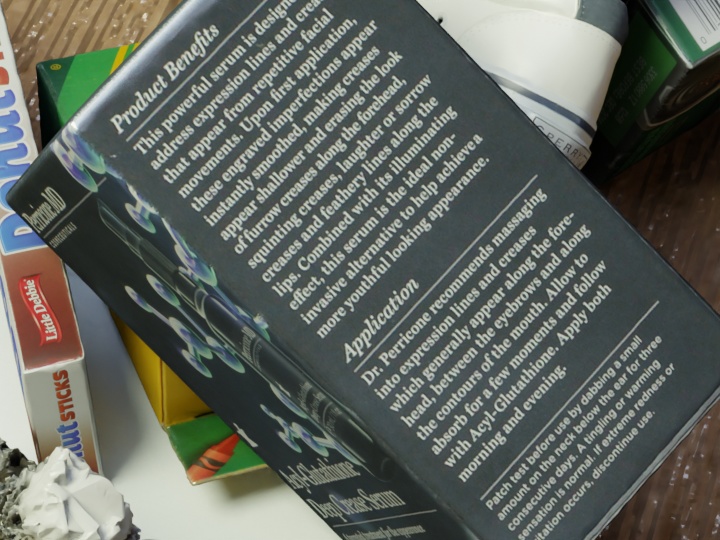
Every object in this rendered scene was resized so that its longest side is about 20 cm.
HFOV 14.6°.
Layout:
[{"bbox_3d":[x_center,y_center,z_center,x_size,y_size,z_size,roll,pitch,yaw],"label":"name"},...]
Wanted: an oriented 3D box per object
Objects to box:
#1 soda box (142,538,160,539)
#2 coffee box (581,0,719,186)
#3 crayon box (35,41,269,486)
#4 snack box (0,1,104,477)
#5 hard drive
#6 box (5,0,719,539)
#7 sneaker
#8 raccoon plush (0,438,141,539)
[{"bbox_3d":[0.021,0.143,0.898,0.199,0.064,0.069,13,86,14],"label":"soda box"},{"bbox_3d":[0.172,-0.115,1.076,0.199,0.123,0.044,-31,80,-22],"label":"coffee box"},{"bbox_3d":[-0.033,-0.015,1.028,0.126,0.051,0.200,-13,42,-16],"label":"crayon box"},{"bbox_3d":[-0.124,-0.019,1.016,0.024,0.072,0.201,-11,50,-8],"label":"snack box"},{"bbox_3d":[-0.079,0.063,1.009,0.199,0.027,0.132,13,52,14],"label":"hard drive"},{"bbox_3d":[0.000,0.000,0.891,0.200,0.148,0.107,45,75,-5],"label":"box"},{"bbox_3d":[0.017,-0.092,0.966,0.199,0.073,0.071,29,87,40],"label":"sneaker"},{"bbox_3d":[-0.152,0.108,0.879,0.097,0.200,0.134,45,73,5],"label":"raccoon plush"}]
